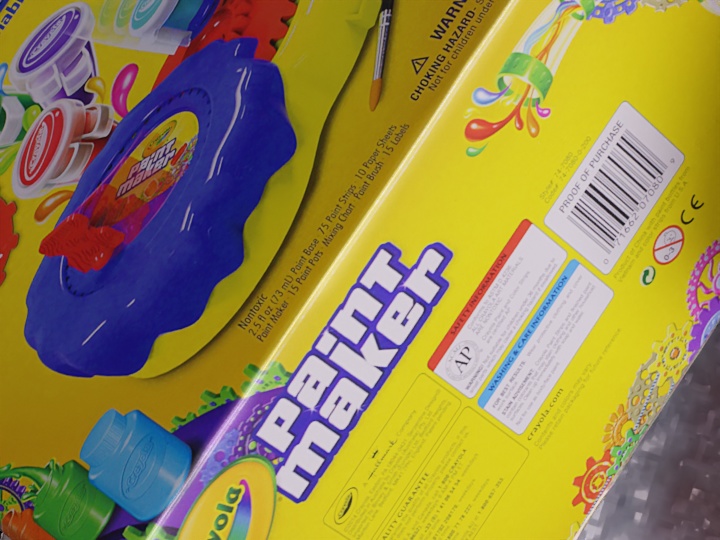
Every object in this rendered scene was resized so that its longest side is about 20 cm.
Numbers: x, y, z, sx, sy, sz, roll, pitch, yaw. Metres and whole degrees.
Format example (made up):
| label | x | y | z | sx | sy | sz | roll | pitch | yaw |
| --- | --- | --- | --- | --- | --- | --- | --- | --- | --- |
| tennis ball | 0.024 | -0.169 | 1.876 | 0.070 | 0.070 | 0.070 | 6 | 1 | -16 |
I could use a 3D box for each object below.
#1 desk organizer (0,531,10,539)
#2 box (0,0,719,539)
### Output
| label | x | y | z | sx | sy | sz | roll | pitch | yaw |
| --- | --- | --- | --- | --- | --- | --- | --- | --- | --- |
| desk organizer | -0.108 | 0.140 | 0.842 | 0.072 | 0.077 | 0.200 | 25 | 87 | 5 |
| box | -0.022 | -0.018 | 0.744 | 0.192 | 0.122 | 0.200 | 30 | 85 | 46 |
